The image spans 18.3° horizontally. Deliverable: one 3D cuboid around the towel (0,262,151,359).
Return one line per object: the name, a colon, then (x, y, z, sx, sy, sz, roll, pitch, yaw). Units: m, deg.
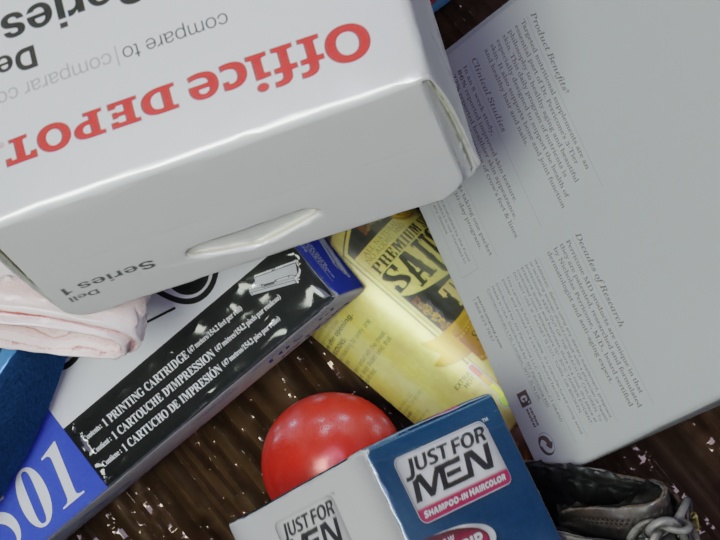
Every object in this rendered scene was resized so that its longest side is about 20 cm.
towel: (-0.157, -0.074, 0.756, 0.190, 0.032, 0.201, 9, 61, -10)

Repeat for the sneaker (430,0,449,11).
sneaker: (0.046, -0.158, 0.851, 0.199, 0.096, 0.080, -24, 82, -4)

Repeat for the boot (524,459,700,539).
boot: (0.109, 0.153, 0.746, 0.069, 0.200, 0.175, -29, 119, -37)

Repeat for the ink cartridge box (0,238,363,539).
ink cartridge box: (-0.105, 0.034, 0.816, 0.200, 0.044, 0.094, -39, 84, 13)

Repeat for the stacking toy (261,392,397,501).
stacking toy: (-0.003, 0.144, 0.821, 0.085, 0.085, 0.201, -4, 75, -2)

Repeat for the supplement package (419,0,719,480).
supplement package: (0.139, -0.045, 0.760, 0.150, 0.200, 0.152, -19, 81, -36)

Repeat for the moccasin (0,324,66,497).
moccasin: (-0.173, 0.078, 0.772, 0.068, 0.080, 0.200, 36, 100, 14)

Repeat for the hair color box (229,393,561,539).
hair color box: (0.041, 0.152, 0.738, 0.060, 0.100, 0.201, -21, 82, -36)

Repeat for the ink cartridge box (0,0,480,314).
ink cartridge box: (-0.061, -0.107, 0.697, 0.146, 0.084, 0.201, -19, 69, 6)

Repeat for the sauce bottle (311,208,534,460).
sauce bottle: (0.000, 0.000, 0.842, 0.200, 0.066, 0.066, 39, 83, 3)
